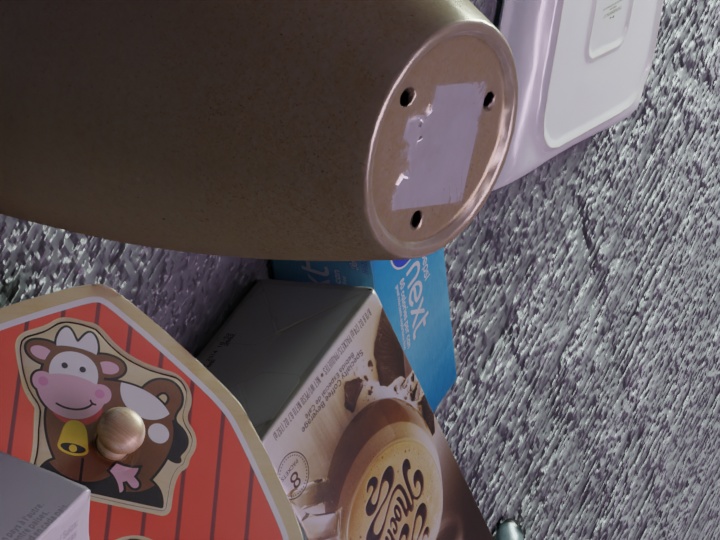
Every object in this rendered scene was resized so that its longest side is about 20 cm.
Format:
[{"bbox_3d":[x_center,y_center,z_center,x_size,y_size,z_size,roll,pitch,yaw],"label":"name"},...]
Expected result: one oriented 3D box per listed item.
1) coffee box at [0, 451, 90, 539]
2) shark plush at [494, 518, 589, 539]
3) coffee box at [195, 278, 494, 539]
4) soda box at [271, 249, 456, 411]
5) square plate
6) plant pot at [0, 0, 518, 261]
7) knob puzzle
[{"bbox_3d":[-0.225,0.167,0.979,0.200,0.197,0.201,-43,146,-47],"label":"coffee box"},{"bbox_3d":[0.097,0.240,1.837,0.200,0.083,0.091,-50,149,-38],"label":"shark plush"},{"bbox_3d":[-0.013,0.117,1.458,0.113,0.080,0.201,-53,132,-34],"label":"coffee box"},{"bbox_3d":[0.000,0.000,1.484,0.068,0.064,0.201,-52,150,-36],"label":"soda box"},{"bbox_3d":[0.134,-0.155,1.692,0.200,0.028,0.199,-30,134,-56],"label":"square plate"},{"bbox_3d":[-0.044,-0.080,1.139,0.187,0.199,0.188,-32,133,-42],"label":"plant pot"},{"bbox_3d":[-0.114,0.089,1.188,0.220,0.219,0.030,-51,177,-36],"label":"knob puzzle"}]
